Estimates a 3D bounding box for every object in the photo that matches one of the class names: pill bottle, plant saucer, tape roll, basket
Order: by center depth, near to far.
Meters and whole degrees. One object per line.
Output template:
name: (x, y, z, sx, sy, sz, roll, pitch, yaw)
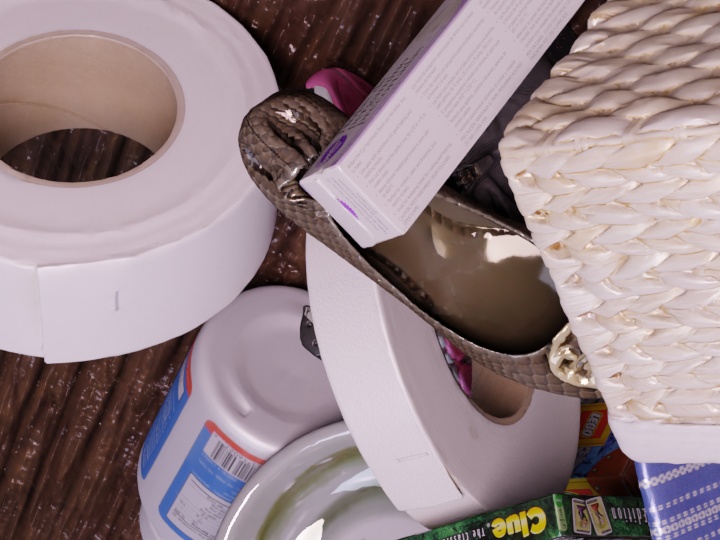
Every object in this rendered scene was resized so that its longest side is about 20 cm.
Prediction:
basket: (0.189, -0.045, 0.830, 0.199, 0.199, 0.161, -5, 125, 40)
tape roll: (0.042, 0.024, 1.000, 0.037, 0.203, 0.203, -16, 123, 28)
tape roll: (-0.137, -0.055, 1.042, 0.201, 0.203, 0.071, 22, 141, 13)
plant saucer: (0.017, 0.177, 1.125, 0.199, 0.201, 0.050, 21, 180, 15)
pill bottle: (-0.067, 0.104, 1.243, 0.112, 0.113, 0.200, 32, 143, 0)

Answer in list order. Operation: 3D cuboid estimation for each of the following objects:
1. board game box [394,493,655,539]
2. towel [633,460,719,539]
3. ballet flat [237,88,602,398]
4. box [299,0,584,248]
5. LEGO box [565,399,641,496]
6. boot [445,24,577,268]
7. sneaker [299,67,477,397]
board game box: (0.108, 0.126, 0.993, 0.104, 0.024, 0.199, -20, 162, 38)
towel: (0.181, 0.089, 0.965, 0.024, 0.144, 0.202, -8, 98, 59)
ballet flat: (0.035, -0.007, 0.884, 0.199, 0.046, 0.068, 35, 103, -8)
box: (0.052, -0.096, 0.864, 0.041, 0.200, 0.039, 43, 157, -14)
LEGO box: (0.141, 0.157, 1.181, 0.148, 0.077, 0.201, -8, 128, 41)
boot: (0.084, -0.026, 0.974, 0.200, 0.132, 0.070, 44, 141, -14)
sneaker: (0.000, 0.000, 1.071, 0.087, 0.074, 0.201, -16, 105, 27)
